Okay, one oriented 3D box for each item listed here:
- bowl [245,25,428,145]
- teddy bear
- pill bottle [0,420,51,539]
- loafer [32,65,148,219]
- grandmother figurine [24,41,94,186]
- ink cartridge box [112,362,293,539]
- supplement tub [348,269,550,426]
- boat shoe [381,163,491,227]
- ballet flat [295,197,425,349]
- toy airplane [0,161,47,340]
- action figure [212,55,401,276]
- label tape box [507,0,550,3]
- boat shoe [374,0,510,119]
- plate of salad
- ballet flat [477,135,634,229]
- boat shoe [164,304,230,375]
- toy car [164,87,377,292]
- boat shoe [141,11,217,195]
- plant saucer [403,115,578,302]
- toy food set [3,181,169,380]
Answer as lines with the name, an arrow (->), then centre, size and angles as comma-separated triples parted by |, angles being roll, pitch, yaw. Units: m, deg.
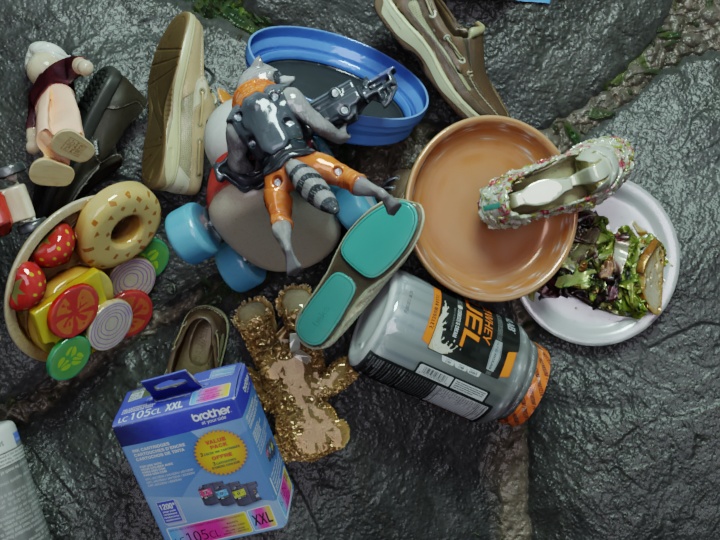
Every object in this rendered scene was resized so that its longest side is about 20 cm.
bowl -> -0.026, -0.196, 0.981 | 0.200, 0.201, 0.039 | 20, 123, -3
teddy bear -> -0.074, 0.115, 1.047 | 0.145, 0.067, 0.200 | -33, 86, -11
pill bottle -> -0.403, 0.275, 1.002 | 0.114, 0.114, 0.200 | -17, 91, -2
loafer -> -0.296, -0.123, 1.019 | 0.071, 0.073, 0.200 | 26, 102, -32
grandmother figurine -> -0.323, -0.179, 0.975 | 0.121, 0.200, 0.061 | -39, 137, 12
ink cartridge box -> -0.167, 0.184, 0.971 | 0.136, 0.076, 0.200 | -15, 111, 7
supplement tub -> 0.098, 0.090, 1.013 | 0.200, 0.123, 0.123 | 24, 90, -12
boat shoe -> 0.061, -0.081, 1.046 | 0.200, 0.072, 0.072 | -39, 88, -12
ballet flat -> 0.000, 0.000, 0.980 | 0.067, 0.062, 0.200 | 45, 107, 13
toy airplane -> -0.429, -0.045, 0.951 | 0.200, 0.199, 0.141 | 41, 46, 22
action figure -> -0.043, -0.121, 0.834 | 0.200, 0.105, 0.194 | -36, 70, 4
label tape box -> 0.128, -0.386, 1.041 | 0.199, 0.063, 0.145 | 3, 91, -3
boat shoe -> 0.106, -0.238, 1.008 | 0.075, 0.075, 0.202 | -36, 110, 27
plate of salad -> 0.273, -0.012, 1.064 | 0.200, 0.048, 0.201 | 0, 92, -3
ballet flat -> 0.218, -0.091, 0.975 | 0.200, 0.064, 0.076 | -24, 95, -15
boat shoe -> -0.194, 0.139, 1.028 | 0.075, 0.075, 0.203 | 8, 91, -3
toy car -> -0.107, -0.113, 1.009 | 0.184, 0.177, 0.200 | -26, 60, 17
boat shoe -> -0.197, -0.185, 1.034 | 0.064, 0.071, 0.201 | 9, 90, -38
plant saucer -> 0.139, -0.066, 1.005 | 0.200, 0.037, 0.201 | 0, 90, -15
toy food set -> -0.283, 0.013, 0.976 | 0.049, 0.198, 0.200 | 27, 50, 27
